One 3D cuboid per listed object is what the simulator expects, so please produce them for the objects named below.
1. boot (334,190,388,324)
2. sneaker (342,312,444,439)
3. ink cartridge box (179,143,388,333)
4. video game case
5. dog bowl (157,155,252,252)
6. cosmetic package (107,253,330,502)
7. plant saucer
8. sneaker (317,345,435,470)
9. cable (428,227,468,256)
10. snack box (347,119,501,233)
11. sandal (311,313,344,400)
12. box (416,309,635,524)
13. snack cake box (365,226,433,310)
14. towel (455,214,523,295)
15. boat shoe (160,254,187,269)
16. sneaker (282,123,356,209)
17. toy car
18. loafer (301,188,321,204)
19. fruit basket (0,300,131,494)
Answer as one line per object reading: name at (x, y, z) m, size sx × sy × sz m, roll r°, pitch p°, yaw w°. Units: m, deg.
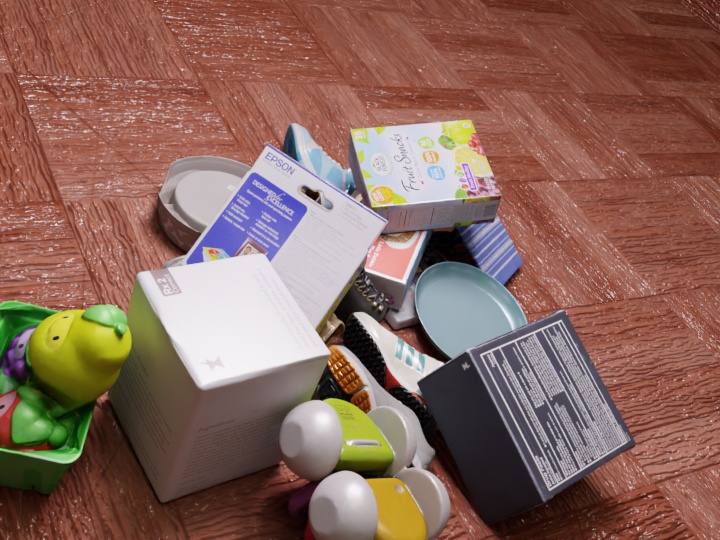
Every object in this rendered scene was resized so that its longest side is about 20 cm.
boot at (0.000, 0.000, 1.226) m, size 0.138 × 0.201 × 0.078 m, roll 33°, pitch 41°, yaw 7°
sneaker at (0.059, 0.133, 1.206) m, size 0.093 × 0.071 × 0.200 m, roll -17°, pitch 57°, yaw -44°
ink cartridge box at (-0.097, -0.029, 1.153) m, size 0.197 × 0.047 × 0.201 m, roll 34°, pitch 79°, yaw 11°
video game case at (0.067, 0.001, 1.404) m, size 0.181 × 0.023 × 0.200 m, roll -13°, pitch 49°, yaw -38°
dog bowl at (-0.211, -0.090, 1.336) m, size 0.199 × 0.059 × 0.201 m, roll 15°, pitch 38°, yaw -12°
cosmetic package at (-0.164, 0.116, 0.994) m, size 0.164 × 0.201 × 0.165 m, roll -10°, pitch 50°, yaw -38°
plant saucer at (0.165, 0.075, 1.338) m, size 0.199 × 0.027 × 0.201 m, roll 16°, pitch 47°, yaw -18°
sneaker at (0.020, 0.178, 1.111) m, size 0.201 × 0.076 × 0.092 m, roll 58°, pitch 30°, yaw 4°
cable at (0.114, -0.103, 1.509) m, size 0.162 × 0.051 × 0.201 m, roll 14°, pitch 39°, yaw -10°
snack box at (0.093, -0.144, 1.350) m, size 0.198 × 0.068 × 0.170 m, roll -7°, pitch 52°, yaw -10°
sandal at (-0.052, 0.092, 1.196) m, size 0.069 × 0.078 × 0.213 m, roll 5°, pitch 49°, yaw -29°
box at (0.210, 0.183, 1.134) m, size 0.197 × 0.123 × 0.201 m, roll -15°, pitch 73°, yaw -40°
snack cake box at (0.042, -0.047, 1.350) m, size 0.114 × 0.067 × 0.201 m, roll 19°, pitch 51°, yaw 9°
towel at (0.195, -0.067, 1.464) m, size 0.201 × 0.024 × 0.145 m, roll 60°, pitch 34°, yaw -6°
boat shoe at (-0.174, 0.010, 1.215) m, size 0.199 × 0.076 × 0.072 m, roll -17°, pitch 59°, yaw -15°
sneaker at (-0.054, -0.165, 1.495) m, size 0.130 × 0.080 × 0.201 m, roll 0°, pitch 53°, yaw -25°
toy car at (-0.014, 0.242, 0.971) m, size 0.174 × 0.150 × 0.201 m, roll 11°, pitch 40°, yaw -44°
loafer at (-0.083, -0.088, 1.312) m, size 0.199 × 0.072 × 0.073 m, roll 27°, pitch 37°, yaw -39°
fruit basket at (-0.326, 0.106, 0.926) m, size 0.154 × 0.217 × 0.216 m, roll 14°, pitch 38°, yaw -12°
